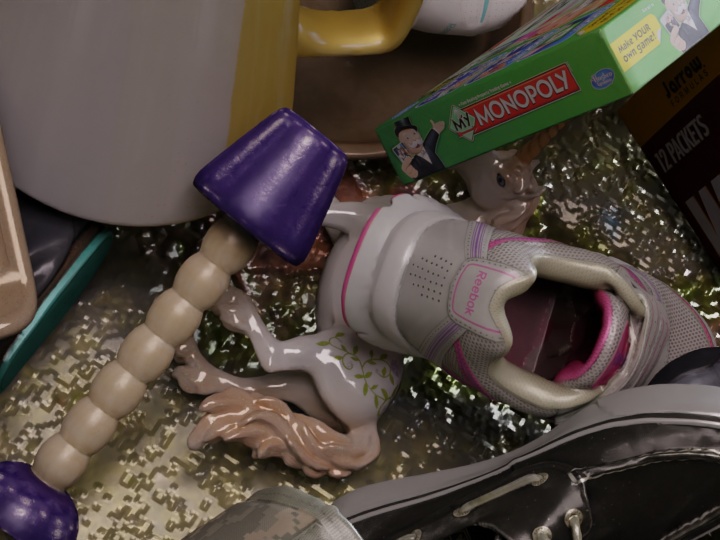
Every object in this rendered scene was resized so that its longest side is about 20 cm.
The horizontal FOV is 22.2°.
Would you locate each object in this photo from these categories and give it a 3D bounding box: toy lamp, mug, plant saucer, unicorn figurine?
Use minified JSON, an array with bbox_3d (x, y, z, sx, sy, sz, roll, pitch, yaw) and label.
[{"bbox_3d":[-0.078,0.023,0.739,0.058,0.058,0.201,36,91,5],"label":"toy lamp"},{"bbox_3d":[-0.076,-0.133,0.757,0.149,0.154,0.186,40,53,17],"label":"mug"},{"bbox_3d":[-0.014,-0.139,0.887,0.198,0.030,0.202,5,65,-12],"label":"plant saucer"},{"bbox_3d":[0.000,0.000,0.813,0.136,0.074,0.202,19,80,-5],"label":"unicorn figurine"}]

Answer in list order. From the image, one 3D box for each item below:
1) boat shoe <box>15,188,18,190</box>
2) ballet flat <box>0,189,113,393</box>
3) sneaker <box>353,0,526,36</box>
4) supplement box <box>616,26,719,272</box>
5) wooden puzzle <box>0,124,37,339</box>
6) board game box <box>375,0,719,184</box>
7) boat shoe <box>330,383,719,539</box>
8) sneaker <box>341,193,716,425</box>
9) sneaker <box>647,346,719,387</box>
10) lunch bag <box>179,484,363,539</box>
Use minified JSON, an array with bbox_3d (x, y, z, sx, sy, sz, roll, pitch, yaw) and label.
[{"bbox_3d":[-0.233,-0.069,0.782,0.198,0.069,0.073,8,65,-9],"label":"boat shoe"},{"bbox_3d":[-0.174,0.042,0.749,0.073,0.073,0.201,27,58,0],"label":"ballet flat"},{"bbox_3d":[0.047,-0.207,0.872,0.080,0.070,0.202,9,85,-21],"label":"sneaker"},{"bbox_3d":[0.268,-0.056,0.846,0.196,0.133,0.201,-29,82,-23],"label":"supplement box"},{"bbox_3d":[-0.235,-0.051,0.727,0.183,0.037,0.202,-13,82,-4],"label":"wooden puzzle"},{"bbox_3d":[0.113,-0.108,0.762,0.200,0.134,0.029,-38,100,-39],"label":"board game box"},{"bbox_3d":[0.072,0.106,0.724,0.199,0.071,0.064,-21,25,17],"label":"boat shoe"},{"bbox_3d":[0.089,0.031,0.769,0.199,0.088,0.082,15,96,-39],"label":"sneaker"},{"bbox_3d":[0.202,0.106,0.756,0.199,0.088,0.075,37,99,-21],"label":"sneaker"},{"bbox_3d":[-0.075,0.170,0.641,0.163,0.200,0.118,-34,77,-25],"label":"lunch bag"}]
